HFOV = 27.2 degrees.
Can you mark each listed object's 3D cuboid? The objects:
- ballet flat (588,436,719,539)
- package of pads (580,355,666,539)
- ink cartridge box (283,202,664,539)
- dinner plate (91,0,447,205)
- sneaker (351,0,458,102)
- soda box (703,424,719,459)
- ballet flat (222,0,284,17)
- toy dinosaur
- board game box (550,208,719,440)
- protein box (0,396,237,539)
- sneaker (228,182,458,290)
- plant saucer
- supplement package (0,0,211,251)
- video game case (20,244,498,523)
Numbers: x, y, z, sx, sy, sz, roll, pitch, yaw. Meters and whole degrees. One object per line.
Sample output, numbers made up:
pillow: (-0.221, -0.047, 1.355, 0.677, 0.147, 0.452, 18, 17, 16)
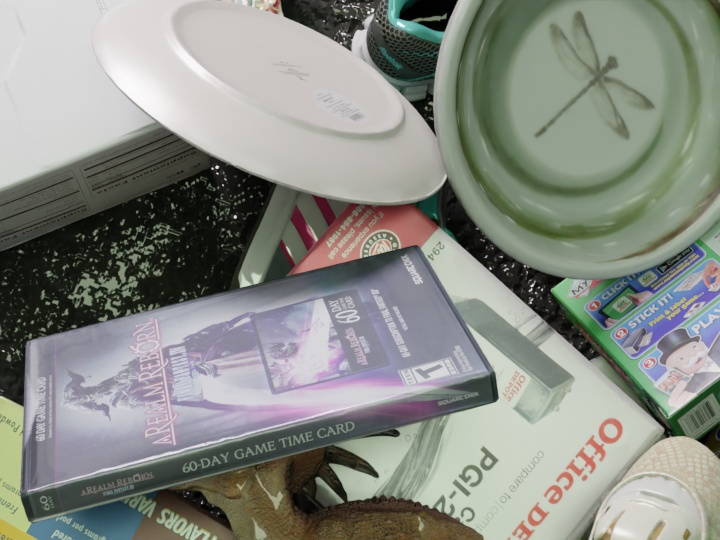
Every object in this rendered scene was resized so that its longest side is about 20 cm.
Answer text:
ballet flat: (0.122, 0.151, 0.667, 0.067, 0.063, 0.201, 9, 57, 29)
package of pads: (0.128, 0.173, 0.834, 0.153, 0.068, 0.201, -31, 80, -9)
ink cartridge box: (0.033, 0.074, 0.770, 0.200, 0.085, 0.146, 42, 80, 2)
dinner plate: (-0.041, -0.097, 0.770, 0.199, 0.200, 0.024, 29, 117, 4)
sneaker: (0.091, -0.164, 0.896, 0.198, 0.091, 0.078, -25, 80, -7)
soda box: (0.219, 0.116, 0.798, 0.064, 0.068, 0.200, 46, 46, -2)
ballet flat: (-0.068, -0.162, 0.907, 0.063, 0.075, 0.203, 10, 67, -36)
toy dinosaur: (0.010, 0.129, 0.660, 0.198, 0.086, 0.137, 26, 54, -28)
board game box: (0.217, -0.008, 0.811, 0.199, 0.135, 0.029, -37, 125, 0)
protein box: (-0.157, 0.194, 0.752, 0.134, 0.200, 0.200, 28, 78, 4)
sneaker: (0.000, 0.000, 0.865, 0.119, 0.084, 0.202, 19, 76, 12)
plant saucer: (0.126, -0.098, 0.803, 0.197, 0.050, 0.203, -4, 104, -17)
supplement package: (-0.195, -0.136, 0.870, 0.154, 0.111, 0.202, -22, 79, -7)
video game case: (-0.052, 0.044, 0.663, 0.197, 0.143, 0.019, -13, 115, -6)
